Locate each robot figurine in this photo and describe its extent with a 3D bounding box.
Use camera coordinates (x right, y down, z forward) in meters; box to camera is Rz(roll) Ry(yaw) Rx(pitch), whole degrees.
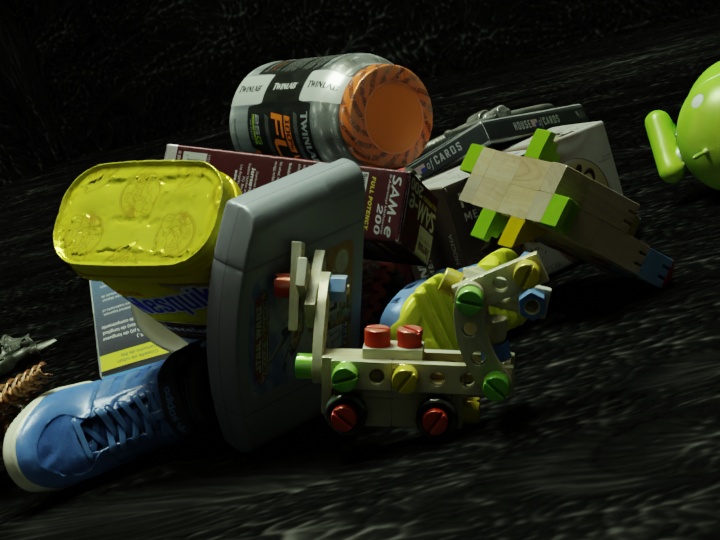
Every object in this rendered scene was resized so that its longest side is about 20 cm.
[{"bbox_3d":[0.363,-0.140,1.894,0.175,0.116,0.200,-22,8,20],"label":"robot figurine"}]

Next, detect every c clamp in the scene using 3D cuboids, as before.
[{"bbox_3d":[0.097,-0.131,1.930,0.171,0.027,0.200,-18,-4,-32],"label":"c clamp"}]

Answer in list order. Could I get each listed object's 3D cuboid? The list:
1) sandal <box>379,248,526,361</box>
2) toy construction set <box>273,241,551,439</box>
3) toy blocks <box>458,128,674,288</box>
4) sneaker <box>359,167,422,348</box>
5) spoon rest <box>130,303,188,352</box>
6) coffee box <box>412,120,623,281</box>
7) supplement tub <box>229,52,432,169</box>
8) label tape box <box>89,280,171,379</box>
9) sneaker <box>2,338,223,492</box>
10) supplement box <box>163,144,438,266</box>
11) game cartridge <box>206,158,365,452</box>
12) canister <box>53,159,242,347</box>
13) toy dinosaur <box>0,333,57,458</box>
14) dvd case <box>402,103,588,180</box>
[{"bbox_3d":[0.061,0.038,1.548,0.087,0.080,0.200,-14,1,28],"label":"sandal"},{"bbox_3d":[0.029,0.042,1.349,0.200,0.131,0.092,6,17,20],"label":"toy construction set"},{"bbox_3d":[0.176,-0.042,1.631,0.137,0.100,0.200,26,-2,-24],"label":"toy blocks"},{"bbox_3d":[0.000,0.000,1.643,0.098,0.071,0.201,-3,49,14],"label":"sneaker"},{"bbox_3d":[-0.091,0.032,1.644,0.200,0.100,0.061,12,13,-13],"label":"spoon rest"},{"bbox_3d":[0.137,-0.050,1.775,0.200,0.113,0.080,-22,11,-34],"label":"coffee box"},{"bbox_3d":[-0.027,-0.144,1.898,0.122,0.123,0.200,-23,14,-32],"label":"supplement tub"},{"bbox_3d":[-0.157,0.035,1.743,0.143,0.200,0.066,-16,-27,9],"label":"label tape box"},{"bbox_3d":[-0.168,0.107,1.502,0.200,0.077,0.111,-17,-2,-45],"label":"sneaker"},{"bbox_3d":[-0.048,-0.051,1.565,0.200,0.061,0.109,8,-8,15],"label":"supplement box"},{"bbox_3d":[-0.054,0.029,1.440,0.041,0.200,0.133,22,34,32],"label":"game cartridge"},{"bbox_3d":[-0.113,0.000,1.503,0.148,0.087,0.200,0,-24,32],"label":"canister"},{"bbox_3d":[-0.291,0.122,1.582,0.200,0.102,0.136,-6,19,45],"label":"toy dinosaur"},{"bbox_3d":[0.112,-0.108,1.891,0.150,0.025,0.200,-31,-8,33],"label":"dvd case"}]
